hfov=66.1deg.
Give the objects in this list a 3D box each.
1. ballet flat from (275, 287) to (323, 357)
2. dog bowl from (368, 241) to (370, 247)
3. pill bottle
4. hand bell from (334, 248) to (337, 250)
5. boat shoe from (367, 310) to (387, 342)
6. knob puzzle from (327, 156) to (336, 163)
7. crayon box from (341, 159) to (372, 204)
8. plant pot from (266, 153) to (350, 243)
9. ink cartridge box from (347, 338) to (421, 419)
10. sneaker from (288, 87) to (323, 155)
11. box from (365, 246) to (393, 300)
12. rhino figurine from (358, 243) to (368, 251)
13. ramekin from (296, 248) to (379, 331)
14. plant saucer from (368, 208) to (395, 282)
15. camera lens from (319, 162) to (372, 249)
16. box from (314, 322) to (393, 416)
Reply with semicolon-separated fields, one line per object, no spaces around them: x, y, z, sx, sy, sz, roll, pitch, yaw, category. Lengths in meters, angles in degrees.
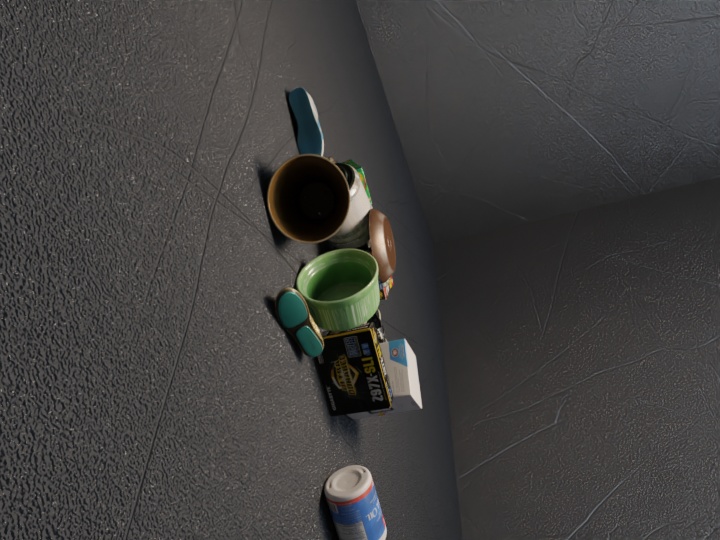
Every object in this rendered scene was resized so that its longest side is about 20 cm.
-0.134;0.102;1.178;0.072;0.069;0.203;-85;158;-48;ballet flat
0.032;-0.003;1.907;0.200;0.057;0.207;-12;91;-77;dog bowl
-0.004;0.549;1.218;0.112;0.109;0.206;-59;135;-69;pill bottle
-0.048;-0.075;1.650;0.201;0.101;0.106;-57;134;-52;hand bell
0.040;0.193;1.752;0.066;0.072;0.204;55;26;-51;boat shoe
-0.062;-0.252;1.661;0.222;0.030;0.220;57;-7;10;knob puzzle
-0.022;-0.281;1.787;0.200;0.057;0.122;-121;-167;-69;crayon box
-0.111;-0.166;1.289;0.200;0.181;0.192;-83;159;-83;plant pot
0.045;0.287;1.443;0.147;0.194;0.151;55;26;-59;ink cartridge box
-0.138;-0.391;1.516;0.081;0.074;0.206;-28;108;-77;sneaker
0.055;-0.002;1.602;0.200;0.039;0.141;-48;127;-76;box
0.000;0.000;1.582;0.087;0.059;0.206;20;57;-54;rhino figurine
-0.046;0.048;1.299;0.202;0.194;0.100;-83;163;-53;ramekin
0.065;-0.071;1.513;0.200;0.036;0.207;-10;91;-77;plant saucer
-0.054;-0.174;1.500;0.202;0.155;0.163;62;21;-48;camera lens
-0.020;0.235;1.309;0.049;0.155;0.206;-57;134;-70;box
